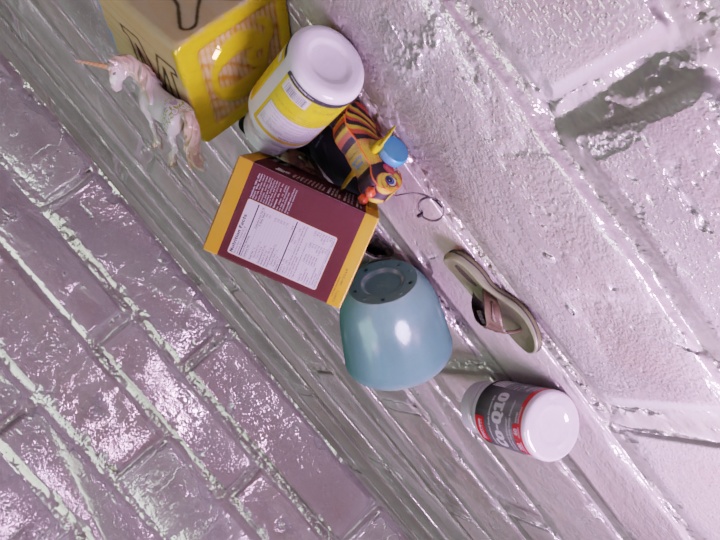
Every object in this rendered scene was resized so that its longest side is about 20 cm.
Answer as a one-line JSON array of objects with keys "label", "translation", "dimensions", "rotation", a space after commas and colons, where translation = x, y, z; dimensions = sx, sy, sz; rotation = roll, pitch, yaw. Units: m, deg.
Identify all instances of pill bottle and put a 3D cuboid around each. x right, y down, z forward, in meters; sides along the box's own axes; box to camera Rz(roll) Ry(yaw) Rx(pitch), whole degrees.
[{"label": "pill bottle", "translation": [-0.088, -0.239, 0.948], "dimensions": [0.112, 0.112, 0.200], "rotation": [51, 145, -8]}, {"label": "pill bottle", "translation": [0.263, 0.248, 1.164], "dimensions": [0.114, 0.114, 0.200], "rotation": [53, 159, -14]}]

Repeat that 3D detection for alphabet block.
[{"label": "alphabet block", "translation": [-0.236, -0.350, 0.999], "dimensions": [0.200, 0.195, 0.197], "rotation": [42, 161, 20]}]

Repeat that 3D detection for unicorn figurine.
[{"label": "unicorn figurine", "translation": [-0.287, -0.227, 0.968], "dimensions": [0.199, 0.074, 0.138], "rotation": [24, 142, 21]}]

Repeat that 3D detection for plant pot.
[{"label": "plant pot", "translation": [0.053, 0.080, 1.195], "dimensions": [0.200, 0.200, 0.162], "rotation": [27, 141, 44]}]

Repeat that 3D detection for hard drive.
[{"label": "hard drive", "translation": [-0.030, -0.187, 1.084], "dimensions": [0.200, 0.042, 0.135], "rotation": [49, 160, -1]}]

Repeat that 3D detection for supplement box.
[{"label": "supplement box", "translation": [-0.090, -0.067, 0.975], "dimensions": [0.199, 0.134, 0.197], "rotation": [24, -169, -4]}]

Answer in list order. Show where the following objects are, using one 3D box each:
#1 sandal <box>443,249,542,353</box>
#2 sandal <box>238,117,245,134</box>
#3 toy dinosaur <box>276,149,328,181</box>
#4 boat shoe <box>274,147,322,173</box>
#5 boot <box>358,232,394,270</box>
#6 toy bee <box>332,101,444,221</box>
[{"label": "sandal", "translation": [0.192, 0.055, 1.041], "dimensions": [0.201, 0.057, 0.080], "rotation": [45, 160, 10]}, {"label": "sandal", "translation": [-0.165, -0.250, 1.199], "dimensions": [0.075, 0.045, 0.200], "rotation": [12, 174, -27]}, {"label": "toy dinosaur", "translation": [-0.071, -0.121, 1.141], "dimensions": [0.199, 0.086, 0.135], "rotation": [18, 148, -37]}, {"label": "boat shoe", "translation": [-0.125, -0.189, 1.163], "dimensions": [0.201, 0.066, 0.072], "rotation": [47, -166, -53]}, {"label": "boot", "translation": [0.001, 0.002, 1.297], "dimensions": [0.181, 0.073, 0.200], "rotation": [19, 140, -29]}, {"label": "toy bee", "translation": [0.024, -0.143, 0.949], "dimensions": [0.199, 0.109, 0.131], "rotation": [36, 132, 18]}]
